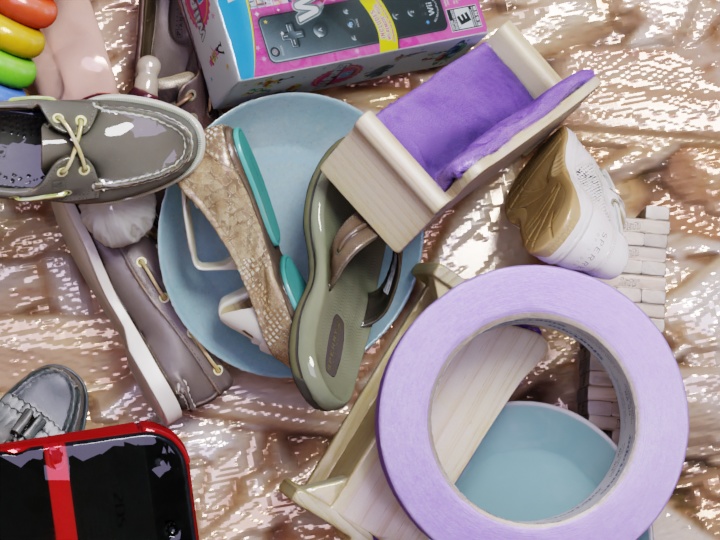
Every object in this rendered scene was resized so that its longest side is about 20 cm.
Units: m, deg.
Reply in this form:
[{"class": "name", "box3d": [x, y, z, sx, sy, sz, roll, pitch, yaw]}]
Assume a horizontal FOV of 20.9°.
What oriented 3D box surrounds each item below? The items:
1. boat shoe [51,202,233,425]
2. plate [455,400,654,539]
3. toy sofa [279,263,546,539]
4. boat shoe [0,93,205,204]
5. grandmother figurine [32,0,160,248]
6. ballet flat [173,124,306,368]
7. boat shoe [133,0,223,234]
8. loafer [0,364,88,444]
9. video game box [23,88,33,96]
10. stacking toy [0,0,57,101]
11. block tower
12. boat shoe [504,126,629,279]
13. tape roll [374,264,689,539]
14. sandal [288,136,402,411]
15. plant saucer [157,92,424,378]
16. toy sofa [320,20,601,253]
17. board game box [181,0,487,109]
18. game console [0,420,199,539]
[{"class": "boat shoe", "box3d": [-0.158, 0.008, 1.381, 0.059, 0.072, 0.200, -27, 84, -14]}, {"class": "plate", "box3d": [0.113, 0.191, 1.357, 0.200, 0.026, 0.201, -4, 81, 29]}, {"class": "toy sofa", "box3d": [0.037, 0.100, 1.359, 0.097, 0.083, 0.200, 32, 85, -8]}, {"class": "boat shoe", "box3d": [-0.202, -0.077, 1.260, 0.201, 0.060, 0.072, -1, 94, 1]}, {"class": "grandmother figurine", "box3d": [-0.186, -0.110, 1.351, 0.121, 0.061, 0.200, -28, 70, 27]}, {"class": "ballet flat", "box3d": [-0.076, -0.002, 1.328, 0.065, 0.071, 0.200, -21, 103, 9]}, {"class": "boat shoe", "box3d": [-0.136, -0.124, 1.384, 0.072, 0.072, 0.200, 1, 84, 23]}, {"class": "loafer", "box3d": [-0.257, 0.154, 1.362, 0.072, 0.063, 0.200, 33, 84, 4]}, {"class": "video game box", "box3d": [-0.359, -0.100, 1.400, 0.200, 0.047, 0.182, 33, 85, 2]}, {"class": "stacking toy", "box3d": [-0.247, -0.148, 1.317, 0.085, 0.085, 0.200, 29, 101, 2]}, {"class": "block tower", "box3d": [0.185, 0.056, 1.392, 0.058, 0.054, 0.200, 5, 83, -2]}, {"class": "boat shoe", "box3d": [0.147, -0.039, 1.343, 0.069, 0.200, 0.071, 33, 110, -11]}, {"class": "tape roll", "box3d": [0.110, 0.099, 1.276, 0.200, 0.066, 0.201, 0, 84, -2]}, {"class": "sandal", "box3d": [0.000, 0.001, 1.321, 0.057, 0.080, 0.201, -14, 57, 35]}, {"class": "plant saucer", "box3d": [-0.052, -0.026, 1.381, 0.201, 0.039, 0.202, -3, 97, -22]}, {"class": "toy sofa", "box3d": [0.072, -0.103, 1.336, 0.083, 0.098, 0.200, 48, 43, 5]}, {"class": "board game box", "box3d": [-0.026, -0.208, 1.380, 0.200, 0.064, 0.148, -15, 83, -24]}, {"class": "game console", "box3d": [-0.194, 0.212, 1.348, 0.176, 0.031, 0.200, -8, 92, -12]}]
